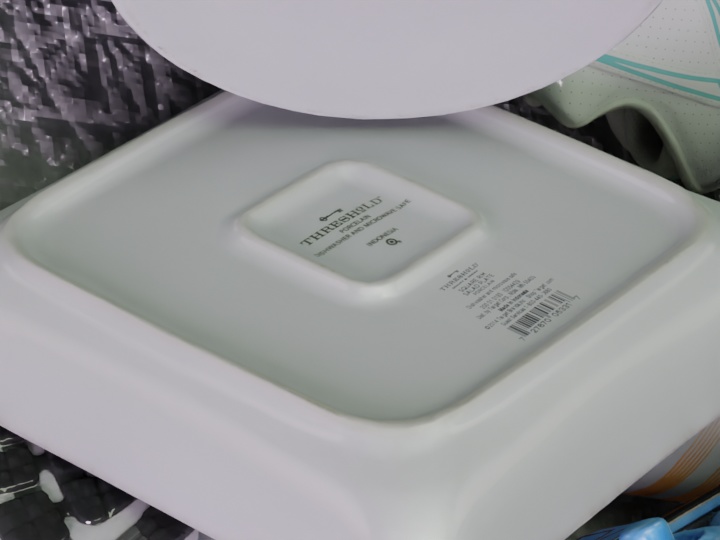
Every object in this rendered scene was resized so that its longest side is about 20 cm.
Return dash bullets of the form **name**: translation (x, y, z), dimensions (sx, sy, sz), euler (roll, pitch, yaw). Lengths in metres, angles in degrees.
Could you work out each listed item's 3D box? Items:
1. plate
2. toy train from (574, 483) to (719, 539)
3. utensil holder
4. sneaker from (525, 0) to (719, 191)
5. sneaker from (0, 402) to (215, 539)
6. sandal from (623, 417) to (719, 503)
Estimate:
- **plate**: translation (0.000, 0.000, 0.759), dimensions (0.200, 0.032, 0.199), euler (25, 38, 31)
- **toy train**: translation (0.065, 0.110, 0.753), dimensions (0.200, 0.114, 0.087), euler (-25, 95, -40)
- **utensil holder**: translation (0.005, -0.165, 0.787), dimensions (0.169, 0.170, 0.201), euler (15, 53, -24)
- **sneaker**: translation (0.122, -0.062, 0.921), dimensions (0.200, 0.070, 0.081), euler (19, 94, -37)
- **sneaker**: translation (-0.063, 0.094, 0.719), dimensions (0.074, 0.081, 0.200), euler (2, 39, 0)
- **sandal**: translation (0.110, 0.033, 0.851), dimensions (0.206, 0.079, 0.059), euler (-6, 64, -36)
